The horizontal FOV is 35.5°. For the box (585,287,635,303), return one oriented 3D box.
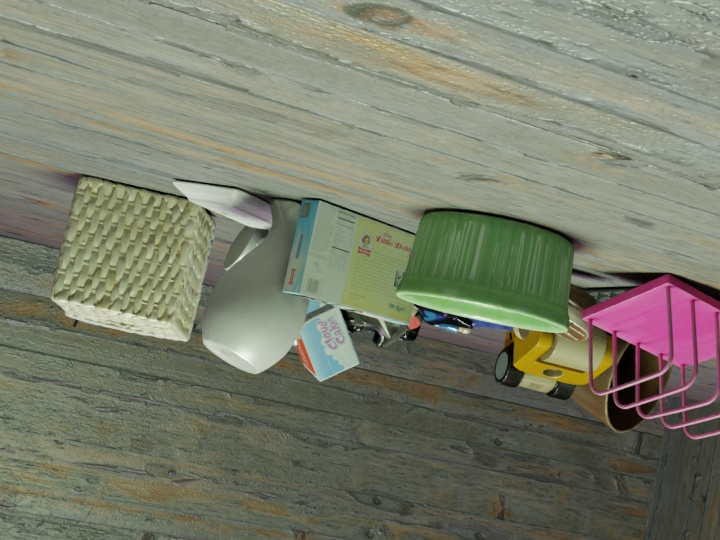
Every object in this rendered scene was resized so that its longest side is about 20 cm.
[{"bbox_3d":[0.421,0.064,1.550,0.160,0.050,0.200,18,172,-18],"label":"box"}]

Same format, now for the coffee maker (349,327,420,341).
[{"bbox_3d":[0.010,0.035,1.875,0.198,0.136,0.192,12,-162,15],"label":"coffee maker"}]

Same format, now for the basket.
[{"bbox_3d":[-0.330,-0.018,1.649,0.196,0.202,0.161,12,169,-1],"label":"basket"}]

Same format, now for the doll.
[{"bbox_3d":[0.125,0.046,1.493,0.199,0.049,0.137,4,144,39],"label":"doll"}]

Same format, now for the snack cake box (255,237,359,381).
[{"bbox_3d":[-0.076,0.044,1.591,0.067,0.202,0.115,-23,-168,-12],"label":"snack cake box"}]

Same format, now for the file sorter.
[{"bbox_3d":[0.394,0.116,1.398,0.199,0.127,0.139,24,147,-30],"label":"file sorter"}]

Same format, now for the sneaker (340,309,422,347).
[{"bbox_3d":[-0.006,0.029,1.581,0.200,0.098,0.071,46,176,-11],"label":"sneaker"}]

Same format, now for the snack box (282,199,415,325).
[{"bbox_3d":[-0.003,-0.007,1.416,0.199,0.117,0.037,18,172,-43],"label":"snack box"}]

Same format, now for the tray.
[{"bbox_3d":[-0.158,-0.081,1.506,0.106,0.022,0.200,11,174,27],"label":"tray"}]

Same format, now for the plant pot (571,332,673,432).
[{"bbox_3d":[0.373,0.134,1.822,0.199,0.188,0.186,26,-175,41],"label":"plant pot"}]

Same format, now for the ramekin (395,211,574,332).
[{"bbox_3d":[0.146,0.001,1.271,0.198,0.099,0.200,12,174,1],"label":"ramekin"}]

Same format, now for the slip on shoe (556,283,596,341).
[{"bbox_3d":[0.223,0.017,1.469,0.199,0.061,0.076,30,156,-5],"label":"slip on shoe"}]

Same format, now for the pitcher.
[{"bbox_3d":[-0.098,0.038,1.427,0.171,0.201,0.121,40,159,-29],"label":"pitcher"}]

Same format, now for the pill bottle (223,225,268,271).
[{"bbox_3d":[-0.103,0.013,1.707,0.199,0.113,0.112,34,167,-19],"label":"pill bottle"}]

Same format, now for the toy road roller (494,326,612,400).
[{"bbox_3d":[0.289,0.096,1.697,0.122,0.147,0.200,14,152,-14],"label":"toy road roller"}]
